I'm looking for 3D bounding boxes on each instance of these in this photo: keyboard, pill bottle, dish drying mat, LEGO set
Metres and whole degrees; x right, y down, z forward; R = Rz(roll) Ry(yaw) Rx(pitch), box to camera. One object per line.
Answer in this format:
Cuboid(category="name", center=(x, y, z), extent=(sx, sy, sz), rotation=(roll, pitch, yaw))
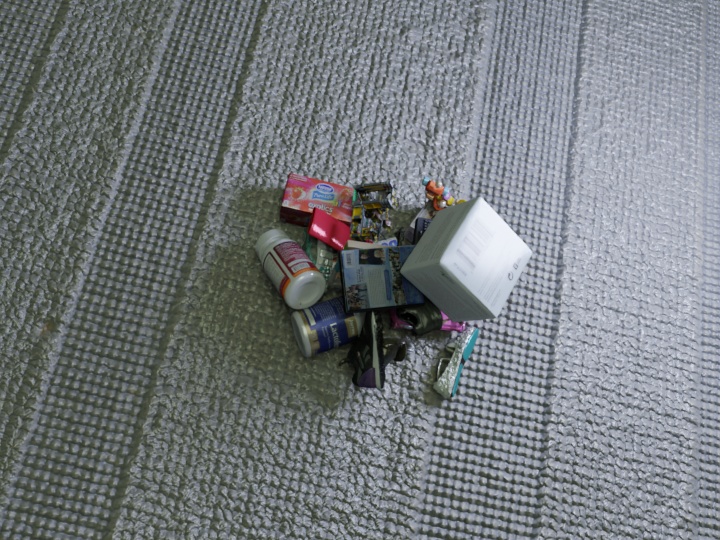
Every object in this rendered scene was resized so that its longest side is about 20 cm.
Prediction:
Cuboid(category="keyboard", center=(0.138, -0.040, 1.680), extent=(0.125, 0.021, 0.202), rotation=(8, 64, -1))
Cuboid(category="pill bottle", center=(-0.060, 0.126, 1.682), extent=(0.198, 0.116, 0.117), rotation=(-18, 76, -15))
Cuboid(category="dish drying mat", center=(-0.048, -0.081, 1.727), extent=(0.199, 0.018, 0.078), rotation=(30, 57, -34))
Cuboid(category="LEGO set", center=(0.050, -0.125, 1.711), extent=(0.114, 0.154, 0.202), rotation=(-4, 55, 21))
Cuboid(category="pill bottle", center=(-0.174, -0.007, 1.676), extent=(0.109, 0.110, 0.200), rotation=(-26, 49, -17))

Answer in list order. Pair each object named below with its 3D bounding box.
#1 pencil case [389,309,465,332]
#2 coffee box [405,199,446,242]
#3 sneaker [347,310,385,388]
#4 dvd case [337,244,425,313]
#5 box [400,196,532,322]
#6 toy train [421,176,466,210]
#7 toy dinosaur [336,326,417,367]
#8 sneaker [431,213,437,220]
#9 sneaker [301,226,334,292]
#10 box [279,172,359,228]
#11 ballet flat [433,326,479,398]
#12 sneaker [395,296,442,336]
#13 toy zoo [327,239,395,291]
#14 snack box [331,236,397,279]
Cuboid(category="pencil case", center=(0.172, 0.112, 1.744), extent=(0.197, 0.092, 0.094), rotation=(2, 36, -7))
Cuboid(category="coffee box", center=(0.229, -0.085, 1.821), extent=(0.199, 0.080, 0.113), rotation=(36, 68, 3))
Cuboid(category="sneaker", center=(0.007, 0.182, 1.628), extent=(0.086, 0.076, 0.203), rotation=(-1, 99, 12))
Cuboid(category="dvd case", center=(0.050, 0.019, 1.599), extent=(0.197, 0.018, 0.145), rotation=(-5, 85, -18))
Cuboid(category="box", center=(0.241, -0.019, 1.581), extent=(0.200, 0.171, 0.200), rotation=(43, 66, -18))
Cuboid(category="toy train", center=(0.230, -0.166, 1.740), extent=(0.198, 0.150, 0.056), rotation=(27, 91, -7))
Cuboid(category="toy dinosaur", center=(0.040, 0.205, 1.692), extent=(0.198, 0.077, 0.103), rotation=(-29, 95, -10))
Cuboid(category="sneaker", center=(0.256, -0.065, 1.738), extent=(0.198, 0.070, 0.094), rotation=(31, 64, -2))
Cuboid(category="sneaker", center=(-0.118, -0.024, 1.752), extent=(0.090, 0.077, 0.203), rotation=(5, 79, 33))
Cuboid(category="box", center=(-0.103, -0.168, 1.782), extent=(0.197, 0.096, 0.101), rotation=(13, 68, -5))
Cuboid(category="ballet flat", center=(0.235, 0.221, 1.732), extent=(0.071, 0.072, 0.202), rotation=(26, 69, 0))
Cuboid(category="sneaker", center=(0.115, 0.071, 1.669), extent=(0.090, 0.076, 0.201), rotation=(-23, 59, -22))
Cuboid(category="toy zoo", center=(0.000, 0.000, 1.694), extent=(0.130, 0.201, 0.021), rotation=(7, 54, -16))
Cuboid(category="snack box", center=(0.017, -0.028, 1.795), extent=(0.198, 0.024, 0.073), rotation=(-16, 74, -14))
